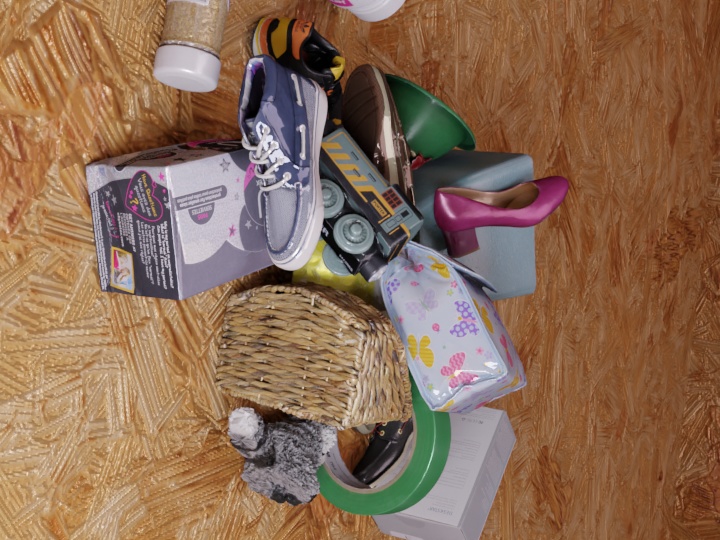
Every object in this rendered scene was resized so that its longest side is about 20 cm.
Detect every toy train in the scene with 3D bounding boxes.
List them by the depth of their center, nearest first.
[{"bbox_3d":[-0.021,-0.083,1.180,0.113,0.201,0.085,-33,166,-27],"label":"toy train"}]

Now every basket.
[{"bbox_3d":[-0.044,0.087,1.213,0.148,0.198,0.145,4,96,-57],"label":"basket"}]

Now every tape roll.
[{"bbox_3d":[0.016,0.203,1.331,0.048,0.198,0.204,16,80,-57],"label":"tape roll"}]

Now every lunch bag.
[{"bbox_3d":[0.109,0.059,1.264,0.202,0.126,0.169,65,12,17],"label":"lunch bag"}]

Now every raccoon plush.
[{"bbox_3d":[-0.079,0.183,1.249,0.201,0.095,0.135,83,23,-51],"label":"raccoon plush"}]

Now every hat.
[{"bbox_3d":[0.042,-0.147,1.419,0.177,0.164,0.200,-58,155,-5],"label":"hat"}]

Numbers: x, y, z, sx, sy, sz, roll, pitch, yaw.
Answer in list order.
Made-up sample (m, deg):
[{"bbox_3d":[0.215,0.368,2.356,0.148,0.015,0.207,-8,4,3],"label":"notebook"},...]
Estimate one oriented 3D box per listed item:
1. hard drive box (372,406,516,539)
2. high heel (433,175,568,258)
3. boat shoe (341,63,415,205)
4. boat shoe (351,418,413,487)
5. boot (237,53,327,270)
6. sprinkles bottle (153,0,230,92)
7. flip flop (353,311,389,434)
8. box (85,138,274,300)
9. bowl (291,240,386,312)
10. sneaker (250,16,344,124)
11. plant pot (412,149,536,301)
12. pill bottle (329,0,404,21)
[{"bbox_3d":[0.121,0.296,1.561,0.201,0.154,0.077,-61,142,-33],"label":"hard drive box"},{"bbox_3d":[0.184,-0.098,1.359,0.198,0.067,0.097,-31,125,-20],"label":"high heel"},{"bbox_3d":[0.028,-0.142,1.270,0.074,0.074,0.206,-2,86,-45],"label":"boat shoe"},{"bbox_3d":[0.041,0.233,1.510,0.063,0.073,0.202,52,53,-13],"label":"boat shoe"},{"bbox_3d":[-0.086,-0.107,1.044,0.090,0.072,0.203,22,64,-48],"label":"boot"},{"bbox_3d":[-0.165,-0.290,1.093,0.068,0.067,0.204,20,77,-57],"label":"sprinkles bottle"},{"bbox_3d":[0.024,0.127,1.469,0.081,0.057,0.204,10,85,-58],"label":"flip flop"},{"bbox_3d":[-0.163,-0.061,1.081,0.199,0.113,0.134,-24,114,-56],"label":"box"},{"bbox_3d":[0.000,0.000,1.320,0.200,0.106,0.204,12,90,-73],"label":"bowl"},{"bbox_3d":[-0.050,-0.226,1.270,0.200,0.089,0.071,48,55,-50],"label":"sneaker"},{"bbox_3d":[0.105,-0.052,1.468,0.198,0.195,0.199,-17,109,-41],"label":"plant pot"},{"bbox_3d":[-0.022,-0.387,1.273,0.199,0.112,0.115,27,71,-56],"label":"pill bottle"}]
